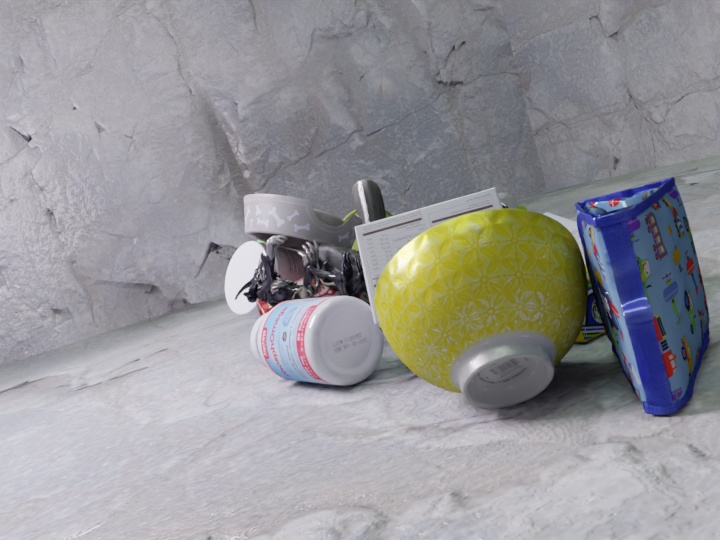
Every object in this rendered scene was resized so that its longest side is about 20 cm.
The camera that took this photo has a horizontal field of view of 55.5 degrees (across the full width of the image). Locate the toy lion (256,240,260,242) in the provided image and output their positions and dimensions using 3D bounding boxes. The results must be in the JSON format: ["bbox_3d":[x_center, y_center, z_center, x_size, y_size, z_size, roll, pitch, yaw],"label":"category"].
[{"bbox_3d":[-0.161,0.028,1.361,0.068,0.193,0.200,-14,5,11],"label":"toy lion"}]

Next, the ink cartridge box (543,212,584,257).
[{"bbox_3d":[0.239,0.001,0.957,0.199,0.043,0.196,-35,21,-4],"label":"ink cartridge box"}]

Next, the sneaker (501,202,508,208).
[{"bbox_3d":[0.157,-0.046,1.084,0.080,0.074,0.199,-18,-8,-44],"label":"sneaker"}]

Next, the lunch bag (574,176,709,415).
[{"bbox_3d":[0.231,0.015,0.556,0.093,0.152,0.200,-14,5,24],"label":"lunch bag"}]

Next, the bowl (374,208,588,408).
[{"bbox_3d":[0.117,0.055,0.605,0.198,0.201,0.108,-15,48,5],"label":"bowl"}]

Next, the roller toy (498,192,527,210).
[{"bbox_3d":[0.249,-0.069,1.432,0.199,0.141,0.182,-19,-6,27],"label":"roller toy"}]

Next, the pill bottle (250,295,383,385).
[{"bbox_3d":[-0.066,0.091,0.891,0.108,0.110,0.199,-19,6,-33],"label":"pill bottle"}]

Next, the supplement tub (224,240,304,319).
[{"bbox_3d":[-0.124,0.030,1.211,0.199,0.133,0.131,13,-17,-43],"label":"supplement tub"}]

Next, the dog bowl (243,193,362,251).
[{"bbox_3d":[-0.098,-0.071,1.117,0.198,0.059,0.200,11,-5,1],"label":"dog bowl"}]

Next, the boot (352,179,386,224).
[{"bbox_3d":[0.031,-0.043,1.259,0.072,0.201,0.182,-16,-22,-4],"label":"boot"}]

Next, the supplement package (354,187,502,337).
[{"bbox_3d":[0.097,0.016,0.768,0.154,0.112,0.200,-15,-20,7],"label":"supplement package"}]

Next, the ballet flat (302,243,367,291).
[{"bbox_3d":[0.000,0.000,1.025,0.198,0.067,0.057,12,14,27],"label":"ballet flat"}]

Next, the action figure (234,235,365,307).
[{"bbox_3d":[-0.091,0.002,0.983,0.198,0.103,0.119,-2,0,25],"label":"action figure"}]

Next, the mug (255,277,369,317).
[{"bbox_3d":[-0.054,0.077,1.110,0.199,0.179,0.134,-22,44,-15],"label":"mug"}]

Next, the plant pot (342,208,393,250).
[{"bbox_3d":[0.068,-0.033,1.455,0.199,0.202,0.184,-19,17,-30],"label":"plant pot"}]

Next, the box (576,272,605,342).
[{"bbox_3d":[0.294,0.020,0.790,0.199,0.065,0.070,-20,6,-28],"label":"box"}]
